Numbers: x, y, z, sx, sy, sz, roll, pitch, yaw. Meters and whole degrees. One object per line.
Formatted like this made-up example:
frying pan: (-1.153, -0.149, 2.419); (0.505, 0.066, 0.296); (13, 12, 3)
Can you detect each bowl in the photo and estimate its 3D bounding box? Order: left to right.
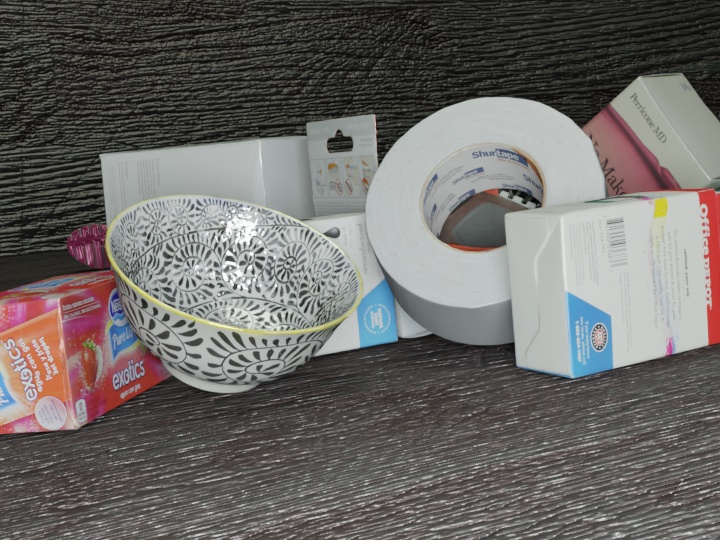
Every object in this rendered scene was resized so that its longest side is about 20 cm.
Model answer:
bowl: (-0.104, 0.030, 0.991); (0.197, 0.095, 0.202); (13, 28, -7)

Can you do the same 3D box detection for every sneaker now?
sneaker: (-0.441, -0.045, 2.379); (0.197, 0.083, 0.088); (1, 3, -14)
sneaker: (0.133, -0.052, 1.127); (0.197, 0.083, 0.077); (-4, 15, 33)

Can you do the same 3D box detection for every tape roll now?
tape roll: (0.106, -0.043, 1.061); (0.197, 0.203, 0.066); (-4, -31, 17)

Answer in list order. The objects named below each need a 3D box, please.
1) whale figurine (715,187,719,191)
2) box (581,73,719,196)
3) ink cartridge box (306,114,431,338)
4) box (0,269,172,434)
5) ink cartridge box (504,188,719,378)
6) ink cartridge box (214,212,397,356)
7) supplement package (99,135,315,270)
whale figurine: (0.330, -0.035, 1.177); (0.197, 0.106, 0.158); (5, -1, -33)
box: (0.265, -0.084, 1.293); (0.108, 0.129, 0.200); (-13, -25, -51)
ink cartridge box: (0.009, -0.044, 1.215); (0.047, 0.204, 0.160); (-10, 7, -25)
box: (-0.226, 0.057, 0.992); (0.098, 0.097, 0.200); (-6, 6, 13)
ink cartridge box: (0.208, 0.003, 0.969); (0.197, 0.118, 0.067); (-9, 7, -32)
ink cartridge box: (-0.073, 0.018, 1.117); (0.197, 0.118, 0.068); (-9, 5, -23)
supplement package: (-0.150, -0.039, 1.382); (0.197, 0.195, 0.147); (-2, 6, 25)
